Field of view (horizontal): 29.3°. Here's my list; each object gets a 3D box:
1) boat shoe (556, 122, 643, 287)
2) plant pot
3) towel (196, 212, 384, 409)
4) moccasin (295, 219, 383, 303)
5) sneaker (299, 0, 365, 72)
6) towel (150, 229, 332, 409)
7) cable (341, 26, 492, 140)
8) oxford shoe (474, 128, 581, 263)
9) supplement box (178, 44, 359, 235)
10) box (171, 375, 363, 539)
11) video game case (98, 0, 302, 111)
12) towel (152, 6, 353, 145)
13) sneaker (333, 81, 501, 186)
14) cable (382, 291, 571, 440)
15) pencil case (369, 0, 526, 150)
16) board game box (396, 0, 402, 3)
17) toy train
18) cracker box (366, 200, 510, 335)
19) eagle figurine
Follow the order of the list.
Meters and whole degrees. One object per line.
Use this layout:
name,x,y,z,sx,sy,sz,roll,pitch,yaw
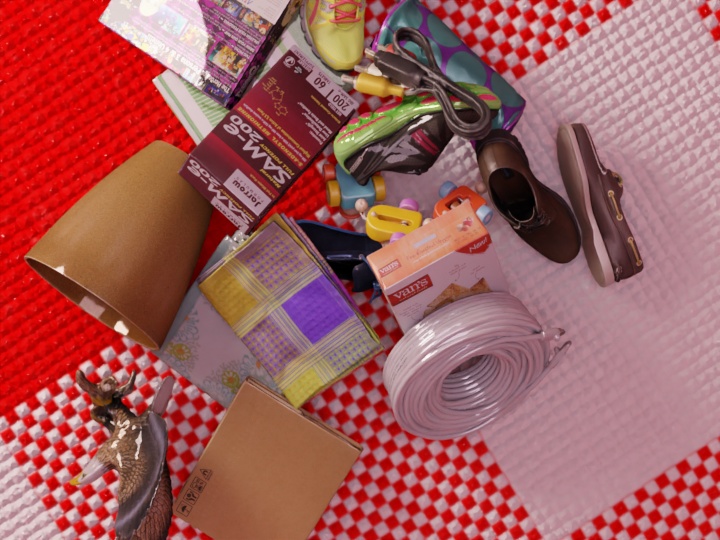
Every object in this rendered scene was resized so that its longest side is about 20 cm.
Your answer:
boat shoe,0.287,-0.084,1.647,0.059,0.072,0.203,-18,96,-7
plant pot,-0.255,-0.043,1.588,0.185,0.186,0.201,33,77,-2
towel,-0.082,0.047,1.569,0.143,0.023,0.201,-34,100,18
moccasin,0.000,0.000,1.634,0.197,0.081,0.069,10,56,9
sneaker,-0.025,-0.335,1.611,0.077,0.090,0.203,-8,93,-23
towel,-0.132,0.070,1.621,0.170,0.048,0.201,37,111,-1
cable,0.077,-0.206,1.531,0.199,0.051,0.097,33,64,25
oxford shoe,0.196,-0.067,1.612,0.072,0.085,0.200,-30,123,23
supplement box,-0.103,-0.151,1.575,0.109,0.061,0.201,41,63,-3
box,-0.113,0.249,1.638,0.162,0.021,0.201,31,107,-2
video game case,-0.182,-0.315,1.614,0.199,0.036,0.183,33,92,15
towel,-0.129,-0.226,1.654,0.199,0.023,0.153,-36,93,-2
sneaker,0.069,-0.156,1.574,0.197,0.077,0.085,-20,117,10
cable,0.122,0.111,1.592,0.198,0.070,0.201,11,128,-37
pencil case,0.102,-0.227,1.629,0.199,0.085,0.093,40,75,-2
board game box,0.088,-0.453,1.643,0.198,0.041,0.201,-29,92,-1
toy train,0.049,-0.080,1.619,0.199,0.056,0.150,33,54,23
cracker box,0.100,0.026,1.585,0.133,0.201,0.058,-28,51,-1
eagle figurine,-0.265,0.226,1.594,0.151,0.151,0.201,-44,64,23
